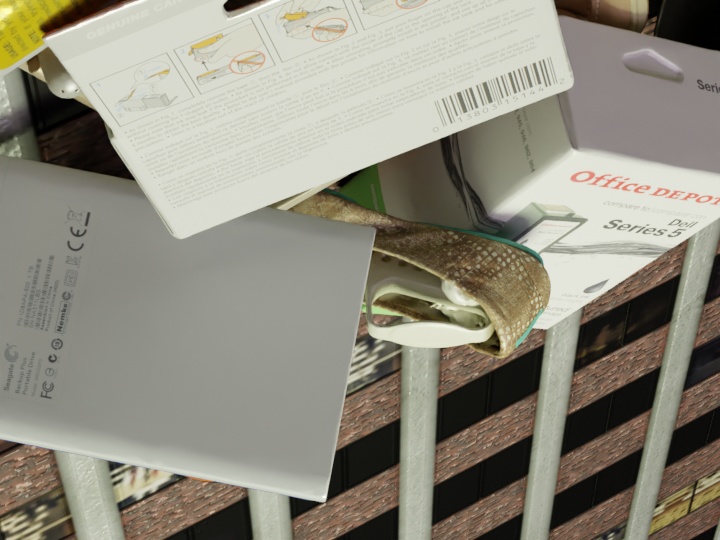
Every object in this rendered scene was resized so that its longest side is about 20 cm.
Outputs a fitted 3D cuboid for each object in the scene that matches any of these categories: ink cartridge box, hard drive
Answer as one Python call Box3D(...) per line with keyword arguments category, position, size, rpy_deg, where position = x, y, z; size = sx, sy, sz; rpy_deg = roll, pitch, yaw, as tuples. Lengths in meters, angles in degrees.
Box3D(category="ink cartridge box", position=(0.103, -0.047, 1.060), size=(0.144, 0.085, 0.200), rpy_deg=(6, 152, -34))
Box3D(category="ink cartridge box", position=(-0.018, -0.103, 0.802), size=(0.198, 0.045, 0.177), rpy_deg=(-21, 150, 4))
Box3D(category="hard drive", position=(-0.101, 0.026, 0.903), size=(0.198, 0.133, 0.025), rpy_deg=(11, 167, 0))

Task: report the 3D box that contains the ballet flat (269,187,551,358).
Box3D(category="ballet flat", position=(0.000, 0.000, 0.995), size=(0.071, 0.198, 0.066), rpy_deg=(86, 20, -55))

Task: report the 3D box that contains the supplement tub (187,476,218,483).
Box3D(category="supplement tub", position=(-0.099, 0.045, 1.027), size=(0.122, 0.123, 0.200), rpy_deg=(-43, 149, 11))

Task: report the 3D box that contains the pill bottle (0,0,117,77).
Box3D(category="pill bottle", position=(-0.144, -0.141, 0.745), size=(0.199, 0.112, 0.112), rpy_deg=(-35, 149, -4))

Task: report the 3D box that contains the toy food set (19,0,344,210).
Box3D(category="toy food set", position=(-0.066, -0.087, 0.891), size=(0.143, 0.061, 0.199), rpy_deg=(-28, 149, 24))

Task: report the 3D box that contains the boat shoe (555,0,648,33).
Box3D(category="boat shoe", position=(0.114, -0.137, 1.043), size=(0.064, 0.071, 0.201), rpy_deg=(-31, 150, -9))

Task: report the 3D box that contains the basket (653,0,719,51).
Box3D(category="basket", position=(0.262, -0.099, 1.174), size=(0.134, 0.182, 0.200), rpy_deg=(1, 163, 17))
